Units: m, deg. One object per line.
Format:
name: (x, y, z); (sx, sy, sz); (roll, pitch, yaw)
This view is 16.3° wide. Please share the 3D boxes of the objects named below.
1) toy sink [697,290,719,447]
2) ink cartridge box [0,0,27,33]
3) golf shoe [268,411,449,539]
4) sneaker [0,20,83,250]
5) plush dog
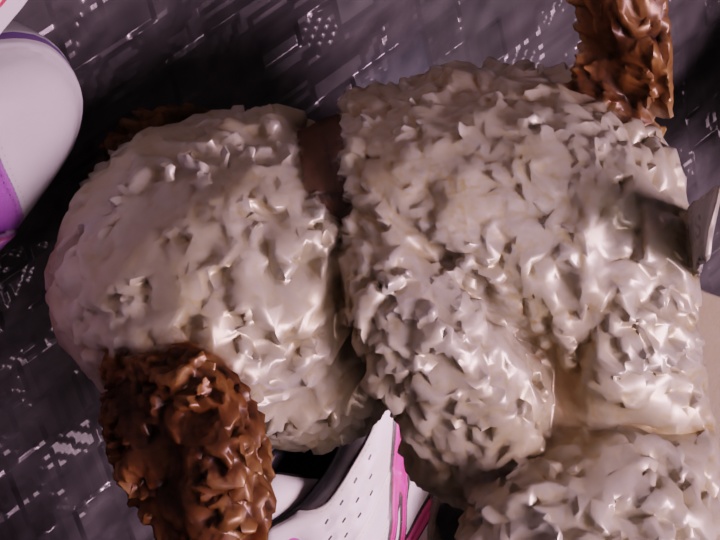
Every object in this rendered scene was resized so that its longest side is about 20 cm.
toy sink: (0.123, 0.093, 0.869); (0.131, 0.111, 0.200); (-68, 160, -8)
ink cartridge box: (-0.072, -0.151, 0.539); (0.200, 0.083, 0.145); (-50, 172, 5)
golf shoe: (-0.010, 0.091, 0.833); (0.091, 0.073, 0.202); (6, 103, -31)
sneaker: (-0.126, 0.021, 0.630); (0.200, 0.114, 0.073); (-43, 136, -21)
plush dog: (0.000, 0.000, 0.681); (0.170, 0.200, 0.162); (-6, 122, -3)
